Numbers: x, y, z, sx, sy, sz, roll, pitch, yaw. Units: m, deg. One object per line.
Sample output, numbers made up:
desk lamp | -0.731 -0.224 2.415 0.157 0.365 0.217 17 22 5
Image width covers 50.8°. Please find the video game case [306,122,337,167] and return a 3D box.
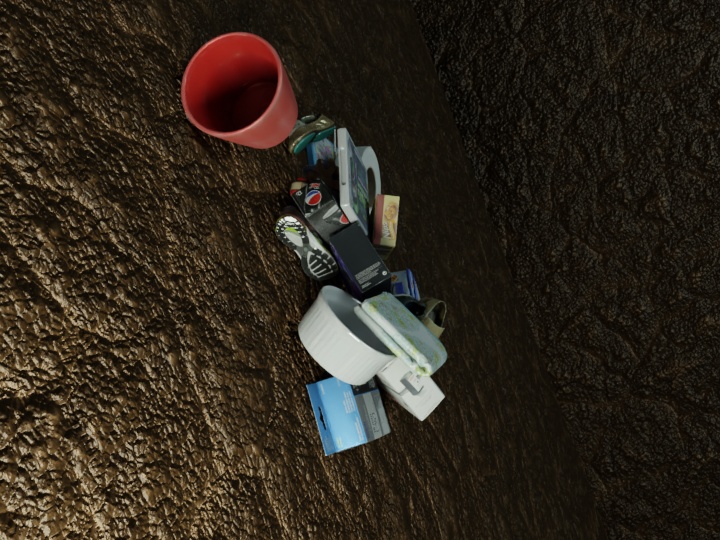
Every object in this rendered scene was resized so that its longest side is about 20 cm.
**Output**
video game case | -0.079 -0.273 1.927 0.200 0.018 0.144 34 42 -56

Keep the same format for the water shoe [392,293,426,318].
water shoe | 0.067 0.093 1.770 0.200 0.079 0.072 -13 108 -36

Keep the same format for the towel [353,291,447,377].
towel | 0.084 0.128 1.529 0.200 0.048 0.171 44 17 10

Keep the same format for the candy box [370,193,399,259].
candy box | 0.050 -0.098 1.762 0.200 0.055 0.116 121 -26 -81

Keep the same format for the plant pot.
plant pot | -0.213 -0.326 1.449 0.177 0.200 0.201 30 43 -73

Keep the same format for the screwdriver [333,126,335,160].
screwdriver | -0.064 -0.258 1.865 0.029 0.028 0.201 -29 119 -88

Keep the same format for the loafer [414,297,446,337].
loafer | 0.157 0.147 1.819 0.076 0.067 0.200 32 56 -30

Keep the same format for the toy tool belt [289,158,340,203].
toy tool belt | -0.081 -0.195 1.697 0.200 0.125 0.123 25 68 -52

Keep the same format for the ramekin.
ramekin | -0.029 0.133 1.502 0.200 0.098 0.201 38 15 -12

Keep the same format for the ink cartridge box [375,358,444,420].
ink cartridge box | 0.080 0.226 1.694 0.146 0.085 0.200 29 -20 51

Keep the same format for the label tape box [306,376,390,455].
label tape box | -0.019 0.281 1.529 0.200 0.063 0.145 5 66 -67

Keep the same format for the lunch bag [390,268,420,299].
lunch bag | 0.122 0.104 1.946 0.160 0.075 0.201 67 12 -66

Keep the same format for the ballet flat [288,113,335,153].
ballet flat | -0.130 -0.329 1.799 0.065 0.071 0.200 45 31 2

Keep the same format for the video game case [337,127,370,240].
video game case | -0.012 -0.181 1.643 0.200 0.023 0.182 56 29 -66

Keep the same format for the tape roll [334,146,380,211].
tape roll | -0.007 -0.207 1.887 0.202 0.071 0.203 0 90 -73

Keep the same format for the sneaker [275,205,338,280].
sneaker | -0.108 -0.060 1.611 0.200 0.074 0.081 56 21 -35

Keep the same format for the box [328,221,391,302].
box | 0.000 0.000 1.650 0.141 0.079 0.200 60 -7 16

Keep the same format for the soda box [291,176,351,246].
soda box | -0.072 -0.116 1.576 0.063 0.071 0.200 60 4 21
